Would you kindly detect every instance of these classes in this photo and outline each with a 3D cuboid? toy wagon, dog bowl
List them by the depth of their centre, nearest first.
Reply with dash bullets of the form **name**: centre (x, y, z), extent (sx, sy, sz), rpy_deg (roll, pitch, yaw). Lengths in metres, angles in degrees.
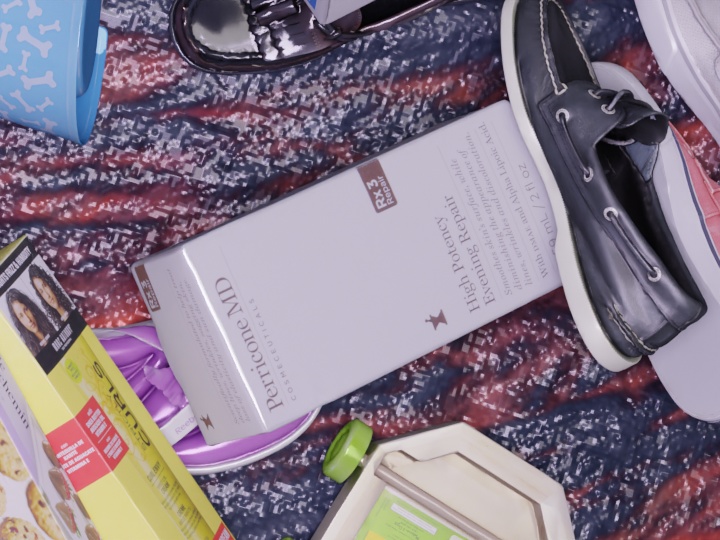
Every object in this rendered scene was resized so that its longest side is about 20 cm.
- **dog bowl**: centre (-0.147, -0.163, 1.368), extent (0.049, 0.111, 0.201), rpy_deg (6, 88, 1)
- **toy wagon**: centre (0.022, 0.177, 1.430), extent (0.155, 0.040, 0.200), rpy_deg (33, 83, -10)

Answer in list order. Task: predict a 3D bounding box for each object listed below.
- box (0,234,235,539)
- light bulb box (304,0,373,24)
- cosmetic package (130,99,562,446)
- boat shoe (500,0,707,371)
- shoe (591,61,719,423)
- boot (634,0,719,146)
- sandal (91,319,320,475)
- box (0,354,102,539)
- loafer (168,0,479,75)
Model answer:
- **box**: centre (-0.130, 0.086, 1.340), extent (0.050, 0.075, 0.200), rpy_deg (-30, 100, 19)
- **light bulb box**: centre (-0.009, -0.257, 1.327), extent (0.124, 0.200, 0.199), rpy_deg (-28, 76, -13)
- **cosmetic package**: centre (0.000, 0.000, 1.390), extent (0.200, 0.074, 0.102), rpy_deg (-27, 94, -28)
- **boat shoe**: centre (0.123, -0.054, 1.391), extent (0.066, 0.074, 0.200), rpy_deg (-23, 65, 27)
- **shoe**: centre (0.170, -0.015, 1.458), extent (0.091, 0.071, 0.201), rpy_deg (-2, 62, -50)
- **boot**: centre (0.221, -0.097, 1.435), extent (0.073, 0.095, 0.200), rpy_deg (-25, 83, -51)
- **sandal**: centre (-0.113, 0.061, 1.395), extent (0.202, 0.050, 0.083), rpy_deg (-1, 89, -11)
- **box**: centre (-0.164, 0.087, 1.286), extent (0.041, 0.039, 0.201), rpy_deg (-23, 103, 13)
- **loafer**: centre (0.002, -0.150, 1.421), extent (0.199, 0.063, 0.072), rpy_deg (-17, 93, -13)
